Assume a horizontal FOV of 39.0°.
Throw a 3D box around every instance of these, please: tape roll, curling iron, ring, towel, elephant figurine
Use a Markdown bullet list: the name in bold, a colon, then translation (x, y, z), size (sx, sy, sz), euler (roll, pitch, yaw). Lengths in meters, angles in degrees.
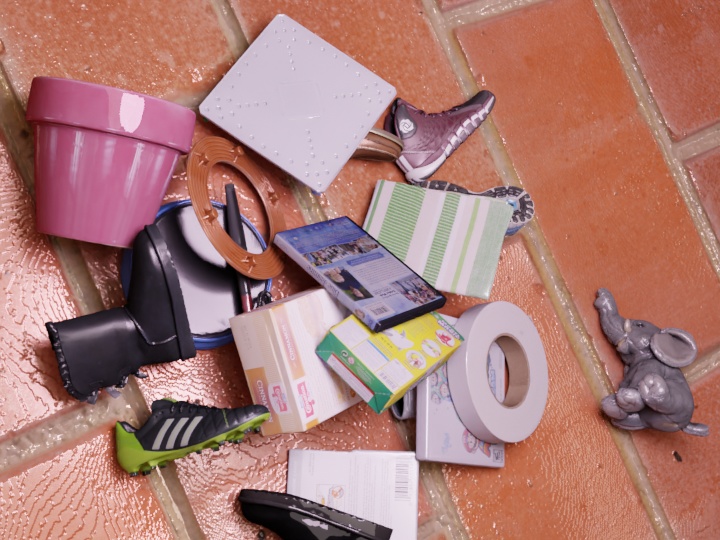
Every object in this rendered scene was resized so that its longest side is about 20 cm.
- **tape roll**: translation (0.197, 0.143, 1.437), size (0.202, 0.037, 0.204), euler (14, 71, -45)
- **curling iron**: translation (-0.149, -0.017, 1.321), size (0.049, 0.026, 0.201), euler (-7, 76, -47)
- **ring**: translation (-0.151, -0.084, 1.314), size (0.200, 0.019, 0.201), euler (44, 33, -38)
- **towel**: translation (0.098, -0.045, 1.402), size (0.199, 0.023, 0.153), euler (11, 67, 17)
- **elephant figurine**: translation (0.441, 0.136, 1.548), size (0.155, 0.141, 0.200), euler (48, 43, -39)

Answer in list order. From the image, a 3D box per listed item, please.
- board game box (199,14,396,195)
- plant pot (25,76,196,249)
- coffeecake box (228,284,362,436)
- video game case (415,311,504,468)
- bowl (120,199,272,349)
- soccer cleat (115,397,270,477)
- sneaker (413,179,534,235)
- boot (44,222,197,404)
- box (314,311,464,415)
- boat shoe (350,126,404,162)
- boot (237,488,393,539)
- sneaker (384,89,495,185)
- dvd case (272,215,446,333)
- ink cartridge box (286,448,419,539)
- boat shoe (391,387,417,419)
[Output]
- **board game box**: translation (-0.083, -0.225, 1.378), size (0.200, 0.026, 0.200), euler (34, 66, 2)
- **plant pot**: translation (-0.312, -0.124, 1.230), size (0.199, 0.200, 0.180), euler (10, 90, -22)
- **coffeecake box**: translation (-0.058, 0.104, 1.297), size (0.200, 0.073, 0.154), euler (-20, 95, -53)
- **video game case**: translation (0.143, 0.169, 1.416), size (0.182, 0.024, 0.201), euler (16, 71, -46)
- **bowl**: translation (-0.208, 0.001, 1.324), size (0.200, 0.039, 0.201), euler (6, 77, -24)
- **soccer cleat**: translation (-0.207, 0.185, 1.226), size (0.199, 0.068, 0.081), euler (-19, 77, 10)
- **sneaker**: translation (0.147, -0.074, 1.479), size (0.199, 0.090, 0.079), euler (5, 62, -2)
- **boot**: translation (-0.290, 0.054, 1.204), size (0.162, 0.073, 0.199), euler (-17, 122, -15)
- **box**: translation (0.044, 0.092, 1.294), size (0.117, 0.048, 0.200), euler (44, 38, 13)
- **boat shoe**: translation (-0.039, -0.172, 1.423), size (0.199, 0.072, 0.068), euler (11, 73, -8)
- **boot**: translation (-0.072, 0.369, 1.266), size (0.210, 0.079, 0.158), euler (18, 77, 2)
- **sneaker**: translation (0.108, -0.229, 1.500), size (0.116, 0.076, 0.200), euler (45, 65, -6)
- **dvd case**: translation (0.000, 0.000, 1.328), size (0.200, 0.018, 0.142), euler (40, 35, 27)
- **ink cartridge box**: translation (-0.012, 0.338, 1.338), size (0.173, 0.044, 0.201), euler (3, 77, 0)
- **boat shoe**: translation (0.047, 0.108, 1.397), size (0.071, 0.070, 0.201), euler (-17, 89, -34)
